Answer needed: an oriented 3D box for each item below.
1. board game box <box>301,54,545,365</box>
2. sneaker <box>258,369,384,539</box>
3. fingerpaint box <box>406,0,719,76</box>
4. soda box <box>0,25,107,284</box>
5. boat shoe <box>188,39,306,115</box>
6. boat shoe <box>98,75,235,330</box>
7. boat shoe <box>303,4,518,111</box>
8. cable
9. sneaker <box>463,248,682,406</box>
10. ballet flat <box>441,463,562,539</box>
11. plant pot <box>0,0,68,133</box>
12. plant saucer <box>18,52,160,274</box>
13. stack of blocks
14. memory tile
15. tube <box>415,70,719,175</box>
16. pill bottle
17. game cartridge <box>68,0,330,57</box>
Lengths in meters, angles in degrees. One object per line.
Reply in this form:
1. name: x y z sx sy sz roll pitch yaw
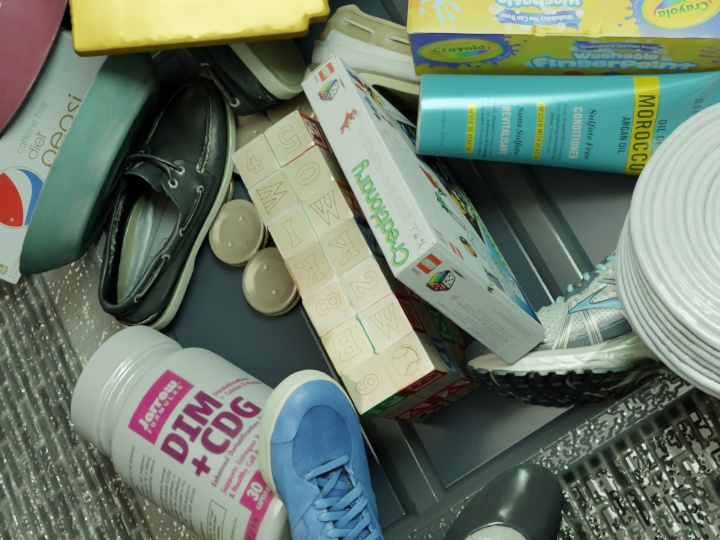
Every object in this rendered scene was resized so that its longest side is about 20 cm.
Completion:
1. board game box: 0.038 -0.042 0.886 0.035 0.126 0.201 -40 43 14
2. sneaker: -0.002 0.165 0.847 0.111 0.076 0.202 22 121 55
3. fingerpaint box: 0.134 -0.212 0.893 0.198 0.073 0.168 1 75 7
4. soda box: -0.267 -0.096 1.109 0.201 0.068 0.064 -62 30 5
5. boat shoe: -0.124 -0.196 1.005 0.066 0.075 0.199 -31 111 35
6. boat shoe: -0.153 -0.055 1.039 0.074 0.066 0.201 22 92 29
7. boat shoe: 0.055 -0.143 0.961 0.199 0.075 0.069 12 83 22
8. cable: 0.251 -0.012 0.804 0.199 0.069 0.200 -30 61 -12
9. sneaker: 0.162 0.032 0.890 0.198 0.078 0.087 -11 65 18
10. ballet flat: 0.068 0.217 0.897 0.073 0.073 0.200 42 103 26
11. plant pot: -0.349 -0.210 1.077 0.200 0.178 0.201 -35 42 39
12. plant saucer: -0.195 -0.081 1.033 0.036 0.200 0.201 25 94 -5
13. stack of blocks: 0.000 0.000 0.937 0.058 0.115 0.201 -32 72 15
14. memory tile: -0.070 -0.078 1.047 0.153 0.017 0.200 -43 66 15
15. tube: 0.135 -0.095 0.884 0.198 0.051 0.078 3 124 2
16. pill bottle: -0.103 0.125 0.975 0.199 0.113 0.114 28 95 28
17. game cartridge: -0.115 -0.252 0.931 0.175 0.032 0.202 -5 91 -4
